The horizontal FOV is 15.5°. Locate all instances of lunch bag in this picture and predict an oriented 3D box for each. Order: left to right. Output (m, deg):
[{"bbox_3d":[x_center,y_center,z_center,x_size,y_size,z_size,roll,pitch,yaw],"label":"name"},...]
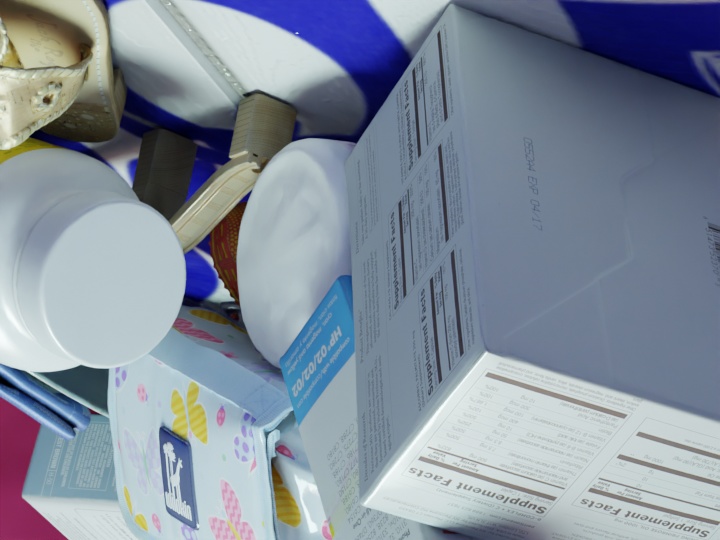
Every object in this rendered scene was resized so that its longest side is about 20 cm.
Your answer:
[{"bbox_3d":[-0.036,0.112,1.329,0.169,0.127,0.200,25,156,52],"label":"lunch bag"}]

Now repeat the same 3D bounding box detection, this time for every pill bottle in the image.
[{"bbox_3d":[-0.173,-0.012,1.323,0.111,0.112,0.200,24,175,-38],"label":"pill bottle"},{"bbox_3d":[0.049,0.001,1.290,0.199,0.113,0.112,5,168,-31],"label":"pill bottle"}]

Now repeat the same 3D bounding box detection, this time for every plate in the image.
[{"bbox_3d":[-0.204,0.027,1.566,0.200,0.026,0.200,35,-178,-1],"label":"plate"}]

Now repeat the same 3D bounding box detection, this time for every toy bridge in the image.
[{"bbox_3d":[-0.104,-0.038,1.358,0.027,0.068,0.200,22,159,-33],"label":"toy bridge"}]

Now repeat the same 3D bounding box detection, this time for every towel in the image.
[{"bbox_3d":[-0.237,0.033,1.566,0.147,0.024,0.200,36,179,-22],"label":"towel"}]

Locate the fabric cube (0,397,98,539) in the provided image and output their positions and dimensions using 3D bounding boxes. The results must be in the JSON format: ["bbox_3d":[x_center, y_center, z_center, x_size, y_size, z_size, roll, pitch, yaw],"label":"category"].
[{"bbox_3d":[-0.213,0.147,1.790,0.199,0.200,0.196,17,161,-19],"label":"fabric cube"}]

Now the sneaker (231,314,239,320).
[{"bbox_3d":[0.016,0.059,1.556,0.199,0.073,0.077,8,126,23],"label":"sneaker"}]

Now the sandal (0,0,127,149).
[{"bbox_3d":[-0.155,-0.085,1.232,0.077,0.070,0.212,7,162,11],"label":"sandal"}]

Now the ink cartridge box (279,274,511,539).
[{"bbox_3d":[0.049,0.105,1.157,0.115,0.201,0.068,7,138,-31],"label":"ink cartridge box"}]

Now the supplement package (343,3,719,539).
[{"bbox_3d":[0.087,0.012,1.133,0.155,0.201,0.111,17,134,-21],"label":"supplement package"}]

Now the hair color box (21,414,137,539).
[{"bbox_3d":[-0.093,0.137,1.617,0.199,0.061,0.099,2,153,23],"label":"hair color box"}]

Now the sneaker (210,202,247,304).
[{"bbox_3d":[0.000,0.000,1.417,0.077,0.073,0.200,-22,154,38],"label":"sneaker"}]

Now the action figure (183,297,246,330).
[{"bbox_3d":[-0.143,0.012,1.516,0.199,0.070,0.130,28,-175,13],"label":"action figure"}]
